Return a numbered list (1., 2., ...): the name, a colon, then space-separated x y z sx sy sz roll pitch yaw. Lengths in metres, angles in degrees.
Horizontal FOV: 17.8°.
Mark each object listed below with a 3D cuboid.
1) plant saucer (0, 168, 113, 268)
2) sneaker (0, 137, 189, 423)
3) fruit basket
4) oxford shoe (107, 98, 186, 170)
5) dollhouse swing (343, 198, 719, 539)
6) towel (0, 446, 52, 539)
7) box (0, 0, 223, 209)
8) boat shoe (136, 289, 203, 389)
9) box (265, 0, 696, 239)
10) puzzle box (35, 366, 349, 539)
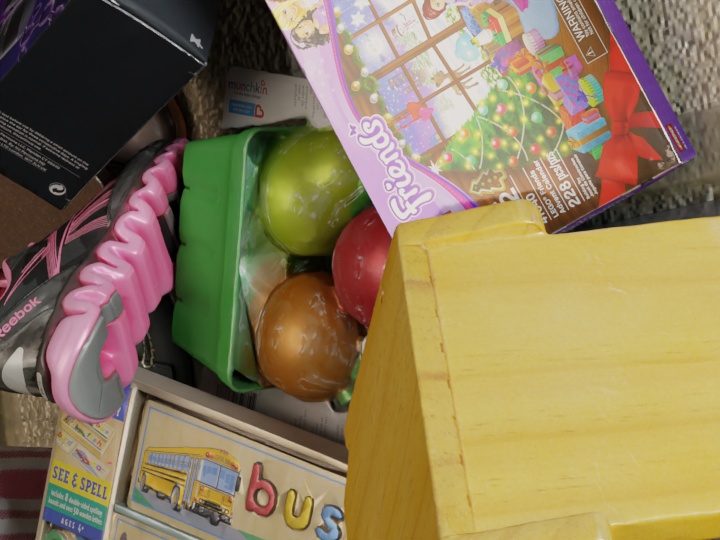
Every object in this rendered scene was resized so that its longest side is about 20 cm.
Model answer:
1. plant saucer: -0.192 -0.020 1.316 0.199 0.037 0.201 20 131 24
2. sneaker: -0.143 -0.004 1.178 0.095 0.200 0.079 2 126 21
3. fruit basket: 0.000 0.000 1.138 0.199 0.093 0.187 10 100 35
4. oxford shoe: -0.184 -0.121 1.276 0.200 0.073 0.071 38 98 5
5. dollhouse swing: 0.097 0.089 0.974 0.201 0.174 0.183 -99 17 -49
6. towel: -0.151 0.176 1.253 0.030 0.146 0.201 -42 62 27
7. box: -0.129 -0.154 1.190 0.141 0.079 0.201 -37 30 38
8. boat shoe: -0.127 0.076 1.249 0.072 0.062 0.202 -2 105 40
9. box: 0.044 -0.105 1.035 0.136 0.039 0.201 -29 88 20
10. puzzle box: -0.076 0.132 1.149 0.199 0.025 0.134 18 101 31
